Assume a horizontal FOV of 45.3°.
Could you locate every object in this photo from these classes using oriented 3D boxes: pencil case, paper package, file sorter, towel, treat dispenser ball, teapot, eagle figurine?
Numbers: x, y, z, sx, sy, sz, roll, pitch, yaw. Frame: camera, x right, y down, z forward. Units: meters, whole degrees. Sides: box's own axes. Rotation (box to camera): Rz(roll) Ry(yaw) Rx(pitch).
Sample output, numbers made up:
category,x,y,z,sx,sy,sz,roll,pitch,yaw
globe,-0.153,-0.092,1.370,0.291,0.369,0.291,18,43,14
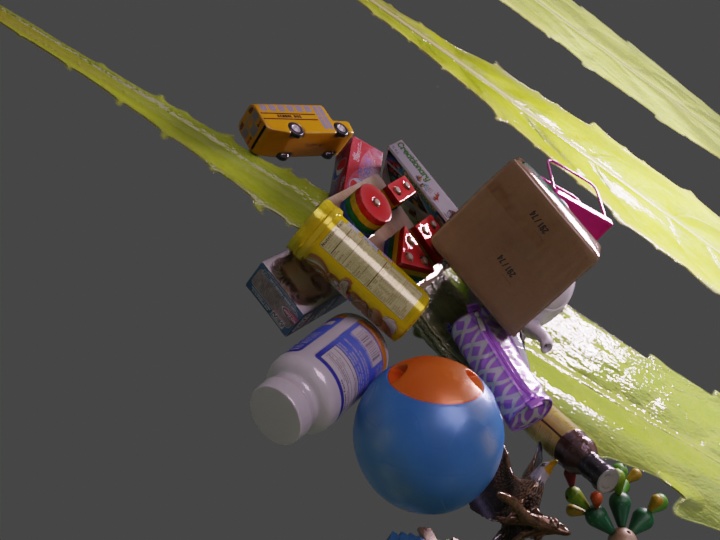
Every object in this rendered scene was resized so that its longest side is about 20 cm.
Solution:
category,x,y,z,sx,sy,sz,roll,pitch,yaw
pencil case,0.213,0.144,1.316,0.083,0.086,0.201,-18,55,-20
paper package,0.237,-0.039,1.318,0.200,0.190,0.103,48,15,3
file sorter,0.350,-0.089,1.642,0.137,0.201,0.127,24,38,-20
towel,0.133,0.073,1.433,0.200,0.037,0.148,48,38,8
treat dispenser ball,0.089,0.214,1.130,0.198,0.201,0.203,23,42,-22
teapot,0.304,0.005,1.500,0.197,0.145,0.202,-37,107,-28
eagle figurine,0.225,0.315,1.239,0.200,0.148,0.154,-124,-162,-71

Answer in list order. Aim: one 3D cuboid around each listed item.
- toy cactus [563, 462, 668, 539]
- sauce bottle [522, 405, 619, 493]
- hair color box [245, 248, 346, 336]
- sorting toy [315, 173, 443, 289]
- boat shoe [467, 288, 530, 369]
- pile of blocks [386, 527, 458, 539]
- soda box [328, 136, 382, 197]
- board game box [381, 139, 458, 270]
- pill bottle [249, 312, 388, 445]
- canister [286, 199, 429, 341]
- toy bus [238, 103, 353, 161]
category,x,y,z,sx,sy,sz,roll,pitch,yaw
toy cactus,0.395,0.385,1.343,0.197,0.102,0.168,17,63,-32
sauce bottle,0.316,0.267,1.317,0.064,0.066,0.200,18,14,-27
hair color box,-0.068,0.010,1.298,0.100,0.061,0.199,50,39,9
sorting toy,0.053,-0.059,1.365,0.201,0.069,0.198,55,33,0
boat shoe,0.240,0.106,1.412,0.070,0.072,0.203,-4,73,-46
pile of blocks,0.069,0.374,1.085,0.198,0.063,0.082,19,25,-33
soda box,-0.011,-0.140,1.486,0.069,0.064,0.202,27,41,-18
board game box,0.105,-0.111,1.493,0.034,0.127,0.201,-25,65,-22
pill bottle,-0.055,0.145,1.143,0.112,0.112,0.199,47,39,7
canister,0.000,0.000,1.214,0.200,0.087,0.149,42,5,-1
toy bus,-0.108,-0.241,1.496,0.198,0.065,0.079,-10,59,-45
